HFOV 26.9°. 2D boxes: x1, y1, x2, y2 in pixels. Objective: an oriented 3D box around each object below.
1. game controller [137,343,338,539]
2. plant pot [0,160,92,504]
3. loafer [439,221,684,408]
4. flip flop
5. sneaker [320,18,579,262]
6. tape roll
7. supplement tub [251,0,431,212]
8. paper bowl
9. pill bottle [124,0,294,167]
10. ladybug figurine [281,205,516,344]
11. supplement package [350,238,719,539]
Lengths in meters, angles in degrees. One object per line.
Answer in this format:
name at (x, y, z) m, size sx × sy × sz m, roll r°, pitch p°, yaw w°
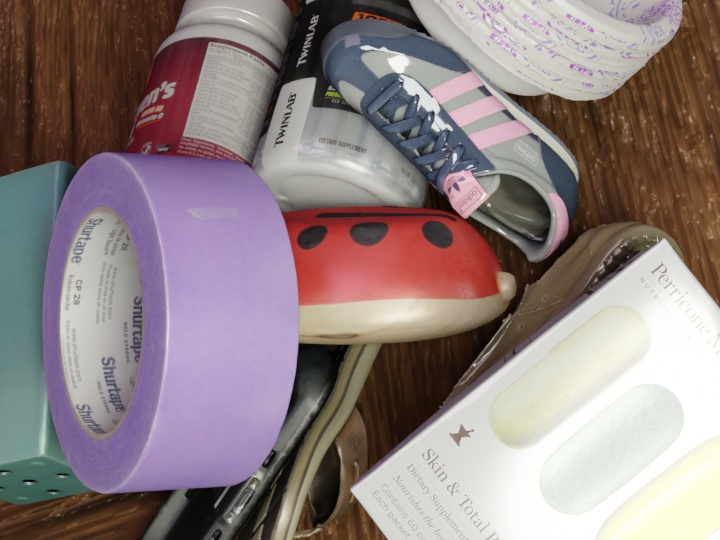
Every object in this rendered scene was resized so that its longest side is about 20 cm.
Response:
game controller at (-0.080, 0.130, 0.966) m, size 0.201 × 0.042 × 0.104 m, roll -56°, pitch 25°, yaw 4°
plant pot at (-0.233, 0.054, 1.072) m, size 0.140 × 0.141 × 0.202 m, roll -12°, pitch 64°, yaw 22°
loafer at (0.118, 0.052, 0.921) m, size 0.200 × 0.076 × 0.067 m, roll -47°, pitch 17°, yaw 7°
flip flop at (-0.020, 0.119, 0.964) m, size 0.201 × 0.057 × 0.081 m, roll -63°, pitch 12°, yaw -30°
sneaker at (0.058, -0.081, 0.944) m, size 0.070 × 0.199 × 0.082 m, roll -45°, pitch 22°, yaw 40°
tape roll at (-0.120, 0.031, 0.907) m, size 0.199 × 0.084 × 0.202 m, roll -1°, pitch 89°, yaw 59°
supplement tub at (0.004, -0.132, 1.052) m, size 0.122 × 0.123 × 0.202 m, roll 1°, pitch 64°, yaw 29°
paper bowl at (0.106, -0.197, 0.991) m, size 0.104 × 0.199 × 0.202 m, roll -42°, pitch 46°, yaw 37°
pill bottle at (-0.109, -0.109, 1.104) m, size 0.109 × 0.110 × 0.201 m, roll -7°, pitch 53°, yaw 25°
ladybug figurine at (0.000, 0.000, 0.946) m, size 0.198 × 0.136 × 0.073 m, roll 0°, pitch 103°, yaw 15°
supplement package at (0.124, 0.106, 0.800) m, size 0.200 × 0.151 × 0.152 m, roll -39°, pitch 84°, yaw 4°
